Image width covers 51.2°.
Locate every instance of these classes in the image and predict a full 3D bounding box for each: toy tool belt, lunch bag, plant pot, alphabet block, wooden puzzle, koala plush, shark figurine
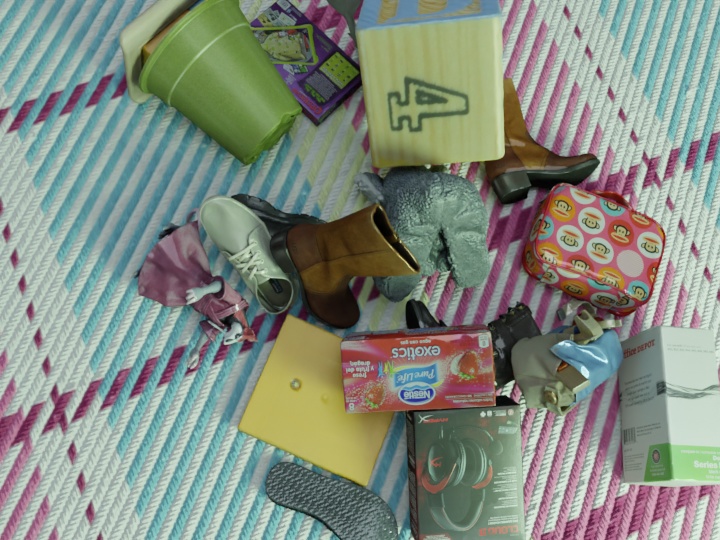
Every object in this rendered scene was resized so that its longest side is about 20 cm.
[{"bbox_3d":[0.311,0.116,1.040,0.198,0.122,0.127,-30,100,-33],"label":"toy tool belt"},{"bbox_3d":[0.357,-0.044,1.139,0.197,0.082,0.178,24,67,3],"label":"lunch bag"},{"bbox_3d":[-0.190,-0.268,1.117,0.190,0.200,0.200,46,74,-4],"label":"plant pot"},{"bbox_3d":[0.104,-0.285,1.076,0.192,0.203,0.197,-2,35,10],"label":"alphabet block"},{"bbox_3d":[-0.272,-0.340,1.108,0.037,0.200,0.185,44,74,0],"label":"wooden puzzle"},{"bbox_3d":[0.086,-0.092,1.094,0.174,0.187,0.201,-8,37,-11],"label":"koala plush"},{"bbox_3d":[0.012,-0.370,1.199,0.089,0.212,0.131,21,102,39],"label":"shark figurine"}]

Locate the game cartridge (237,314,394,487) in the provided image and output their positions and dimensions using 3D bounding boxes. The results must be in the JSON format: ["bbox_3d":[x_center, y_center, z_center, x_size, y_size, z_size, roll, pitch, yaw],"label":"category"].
[{"bbox_3d":[-0.050,0.182,1.063,0.197,0.032,0.179,24,72,0],"label":"game cartridge"}]

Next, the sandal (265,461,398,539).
[{"bbox_3d":[-0.035,0.320,1.020,0.197,0.043,0.077,26,65,13],"label":"sandal"}]

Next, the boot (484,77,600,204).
[{"bbox_3d":[0.269,-0.218,1.209,0.185,0.069,0.203,-17,68,-2],"label":"boot"}]

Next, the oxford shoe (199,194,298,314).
[{"bbox_3d":[-0.151,-0.019,1.047,0.074,0.058,0.201,-29,113,11],"label":"oxford shoe"}]

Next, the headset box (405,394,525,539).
[{"bbox_3d":[0.139,0.277,1.003,0.145,0.075,0.205,-2,92,-5],"label":"headset box"}]

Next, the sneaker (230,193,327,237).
[{"bbox_3d":[-0.109,-0.044,1.110,0.196,0.076,0.093,17,82,7],"label":"sneaker"}]

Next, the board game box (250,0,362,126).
[{"bbox_3d":[-0.098,-0.341,1.215,0.200,0.032,0.120,44,70,9],"label":"board game box"}]

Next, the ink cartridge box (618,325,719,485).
[{"bbox_3d":[0.427,0.191,1.043,0.082,0.146,0.204,4,73,-4],"label":"ink cartridge box"}]

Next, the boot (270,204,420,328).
[{"bbox_3d":[0.000,0.000,1.004,0.190,0.197,0.069,59,44,-24],"label":"boot"}]

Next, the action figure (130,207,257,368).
[{"bbox_3d":[-0.220,0.035,1.068,0.199,0.135,0.149,36,42,3],"label":"action figure"}]

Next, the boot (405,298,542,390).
[{"bbox_3d":[0.174,0.096,1.095,0.172,0.069,0.202,-31,86,-16],"label":"boot"}]

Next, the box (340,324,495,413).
[{"bbox_3d":[0.077,0.128,0.994,0.195,0.100,0.098,-4,92,6],"label":"box"}]
